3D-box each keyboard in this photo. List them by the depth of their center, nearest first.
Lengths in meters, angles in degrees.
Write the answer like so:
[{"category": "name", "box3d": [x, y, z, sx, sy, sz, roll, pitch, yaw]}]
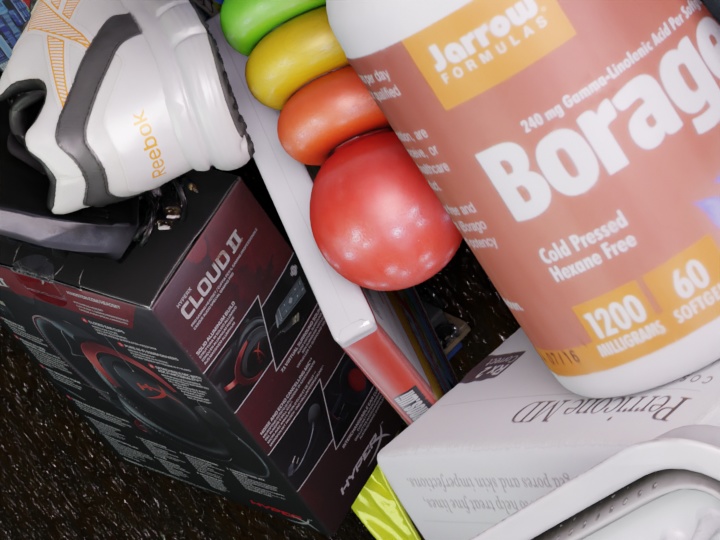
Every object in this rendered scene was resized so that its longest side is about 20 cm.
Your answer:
[{"category": "keyboard", "box3d": [-0.114, -0.031, 0.903, 0.200, 0.103, 0.040, -103, 25, -70]}]

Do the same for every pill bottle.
[{"category": "pill bottle", "box3d": [0.060, -0.069, 0.733, 0.201, 0.112, 0.112, 56, 156, -12]}]

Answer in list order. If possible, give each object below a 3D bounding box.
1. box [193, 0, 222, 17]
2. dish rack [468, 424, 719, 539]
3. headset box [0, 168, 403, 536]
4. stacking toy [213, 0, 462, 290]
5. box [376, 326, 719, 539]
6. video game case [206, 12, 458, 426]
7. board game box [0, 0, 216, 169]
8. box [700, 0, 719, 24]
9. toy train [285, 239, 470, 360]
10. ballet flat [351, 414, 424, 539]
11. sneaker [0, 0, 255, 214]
[{"category": "box", "box3d": [-0.023, -0.118, 0.891, 0.200, 0.050, 0.076, 39, 154, 25]}, {"category": "dish rack", "box3d": [0.108, 0.142, 0.695, 0.200, 0.044, 0.171, 50, 130, -6]}, {"category": "headset box", "box3d": [-0.089, 0.020, 1.045, 0.148, 0.075, 0.200, 15, 152, 39]}, {"category": "stacking toy", "box3d": [-0.015, -0.088, 0.801, 0.202, 0.085, 0.085, 69, 158, 9]}, {"category": "box", "box3d": [0.143, 0.103, 0.809, 0.201, 0.130, 0.199, 56, 155, -12]}, {"category": "video game case", "box3d": [0.000, 0.000, 0.911, 0.144, 0.017, 0.200, 65, -174, 27]}, {"category": "board game box", "box3d": [-0.117, -0.106, 1.060, 0.201, 0.062, 0.199, 57, 154, -17]}, {"category": "box", "box3d": [0.122, -0.130, 0.617, 0.200, 0.046, 0.159, 51, 156, 1]}, {"category": "toy train", "box3d": [-0.020, 0.010, 1.086, 0.199, 0.034, 0.046, 23, 148, 48]}, {"category": "ballet flat", "box3d": [0.062, 0.145, 1.101, 0.200, 0.067, 0.067, 51, 145, 4]}, {"category": "sneaker", "box3d": [-0.104, -0.083, 0.864, 0.200, 0.079, 0.074, -126, 14, -62]}]
